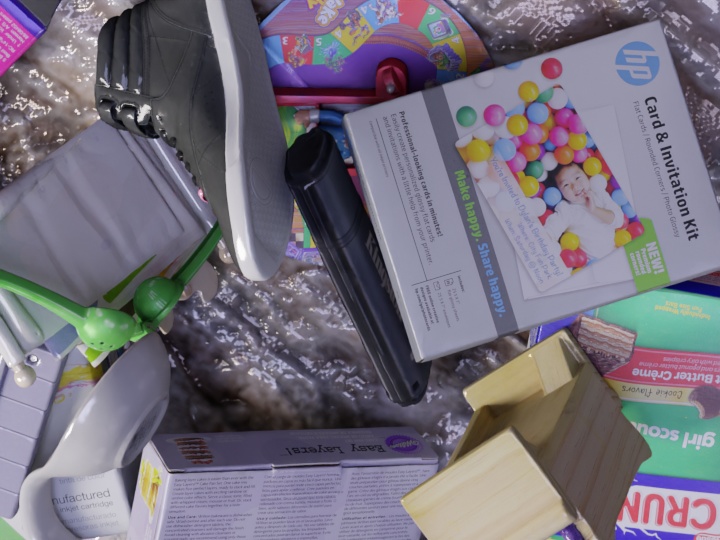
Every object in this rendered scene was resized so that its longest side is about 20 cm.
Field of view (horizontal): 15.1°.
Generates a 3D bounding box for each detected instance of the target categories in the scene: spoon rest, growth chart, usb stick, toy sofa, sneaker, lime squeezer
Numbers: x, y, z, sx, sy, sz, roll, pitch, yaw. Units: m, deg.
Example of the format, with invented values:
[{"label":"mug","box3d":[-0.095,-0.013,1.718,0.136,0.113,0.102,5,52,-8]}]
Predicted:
[{"label":"spoon rest","box3d":[-0.167,0.114,1.654,0.061,0.099,0.200,31,131,10]},{"label":"growth chart","box3d":[-0.165,-0.015,1.658,0.018,0.200,0.145,-10,110,50]},{"label":"usb stick","box3d":[0.000,0.000,1.678,0.033,0.055,0.200,-13,127,15]},{"label":"toy sofa","box3d":[0.100,0.119,1.590,0.083,0.200,0.098,-33,97,21]},{"label":"sneaker","box3d":[-0.104,-0.080,1.640,0.099,0.071,0.200,-16,75,20]},{"label":"lime squeezer","box3d":[-0.143,0.010,1.645,0.038,0.200,0.071,-45,68,47]}]

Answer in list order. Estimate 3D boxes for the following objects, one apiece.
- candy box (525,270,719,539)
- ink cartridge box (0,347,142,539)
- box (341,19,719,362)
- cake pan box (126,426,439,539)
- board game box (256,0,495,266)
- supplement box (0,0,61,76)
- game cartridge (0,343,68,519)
[{"label":"candy box","box3d":[0.184,0.090,1.714,0.169,0.077,0.200,10,114,2]},{"label":"ink cartridge box","box3d":[-0.227,0.074,1.737,0.145,0.088,0.200,-8,110,9]},{"label":"box","box3d":[0.106,-0.047,1.626,0.200,0.041,0.156,-16,87,-6]},{"label":"cake pan box","box3d":[-0.055,0.190,1.749,0.200,0.052,0.184,-2,121,-24]},{"label":"board game box","box3d":[-0.012,-0.088,1.674,0.158,0.039,0.200,43,109,-13]},{"label":"supplement box","box3d":[-0.282,-0.130,1.646,0.200,0.101,0.103,-41,105,20]},{"label":"game cartridge","box3d":[-0.291,0.070,1.679,0.200,0.038,0.130,19,110,-1]}]
